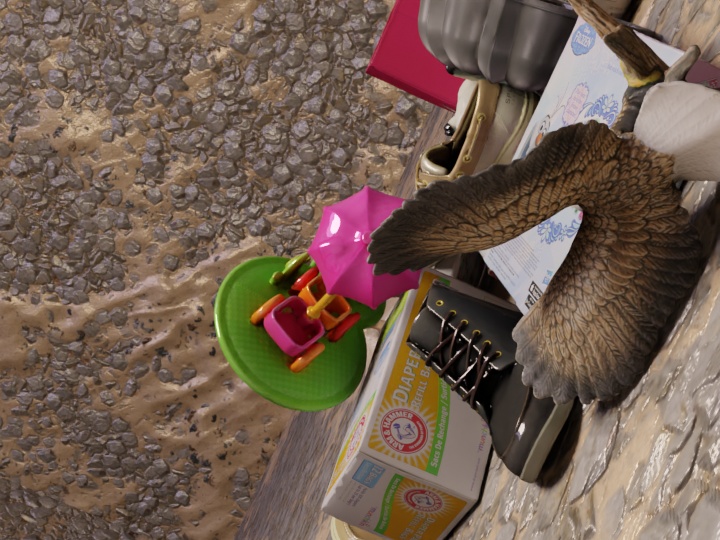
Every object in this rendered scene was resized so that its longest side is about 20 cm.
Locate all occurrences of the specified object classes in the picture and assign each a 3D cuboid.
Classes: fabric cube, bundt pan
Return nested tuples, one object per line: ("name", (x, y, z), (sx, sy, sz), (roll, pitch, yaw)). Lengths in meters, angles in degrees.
("fabric cube", (0.138, -0.379, 2.061), (0.196, 0.199, 0.201), (-114, 47, -83))
("bundt pan", (0.138, -0.193, 1.041), (0.202, 0.201, 0.076), (-81, 7, -75))

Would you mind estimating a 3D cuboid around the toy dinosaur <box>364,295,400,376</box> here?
("toy dinosaur", (0.054, 0.073, 1.381), (0.200, 0.135, 0.086), (-47, 19, 6))

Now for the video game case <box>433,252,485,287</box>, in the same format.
("video game case", (0.102, -0.004, 1.254), (0.200, 0.024, 0.182), (85, -157, -60))

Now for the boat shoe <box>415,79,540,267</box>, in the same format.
("boat shoe", (0.083, -0.088, 1.104), (0.200, 0.066, 0.074), (-58, 17, 31))

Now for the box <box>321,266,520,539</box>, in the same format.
("box", (0.054, 0.115, 1.040), (0.113, 0.101, 0.200), (118, 174, -51))

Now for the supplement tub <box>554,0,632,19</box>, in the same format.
("supplement tub", (0.213, -0.314, 1.158), (0.132, 0.132, 0.200), (-74, 8, -63))

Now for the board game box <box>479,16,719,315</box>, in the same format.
("board game box", (0.158, -0.070, 0.867), (0.200, 0.043, 0.200), (-113, 44, -69))

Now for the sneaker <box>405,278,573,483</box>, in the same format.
("sneaker", (0.082, 0.074, 0.859), (0.200, 0.106, 0.075), (-79, 13, -73))

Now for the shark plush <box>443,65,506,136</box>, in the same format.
("shark plush", (0.161, -0.172, 1.219), (0.200, 0.083, 0.091), (-28, -39, -37))

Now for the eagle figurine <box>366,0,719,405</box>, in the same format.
("eagle figurine", (0.124, -0.033, 0.708), (0.200, 0.152, 0.151), (-51, -34, -2))

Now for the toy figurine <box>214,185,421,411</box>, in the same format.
("toy figurine", (0.000, 0.000, 1.041), (0.200, 0.150, 0.184), (-35, -6, -45))

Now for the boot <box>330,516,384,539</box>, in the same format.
("boot", (0.033, 0.170, 1.161), (0.200, 0.072, 0.155), (-65, -6, -68))

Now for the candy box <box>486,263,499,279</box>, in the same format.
("candy box", (0.152, -0.062, 1.077), (0.200, 0.056, 0.117), (-75, 9, -74))
